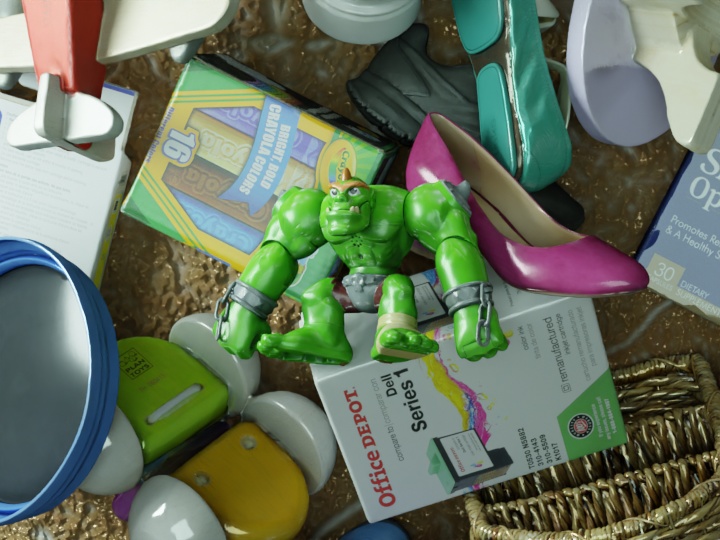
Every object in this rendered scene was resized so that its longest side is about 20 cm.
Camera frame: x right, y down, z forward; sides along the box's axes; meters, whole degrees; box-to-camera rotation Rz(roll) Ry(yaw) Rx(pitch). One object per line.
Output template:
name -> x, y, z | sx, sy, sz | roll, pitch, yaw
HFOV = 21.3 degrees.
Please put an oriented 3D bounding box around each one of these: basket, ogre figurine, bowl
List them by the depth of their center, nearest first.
ogre figurine -> 0.000, 0.000, 1.266 | 0.199, 0.098, 0.121 | -9, 69, 42
bowl -> -0.247, 0.078, 1.344 | 0.199, 0.039, 0.203 | -7, 78, 36
basket -> 0.173, 0.158, 1.373 | 0.198, 0.143, 0.151 | -13, 95, 8

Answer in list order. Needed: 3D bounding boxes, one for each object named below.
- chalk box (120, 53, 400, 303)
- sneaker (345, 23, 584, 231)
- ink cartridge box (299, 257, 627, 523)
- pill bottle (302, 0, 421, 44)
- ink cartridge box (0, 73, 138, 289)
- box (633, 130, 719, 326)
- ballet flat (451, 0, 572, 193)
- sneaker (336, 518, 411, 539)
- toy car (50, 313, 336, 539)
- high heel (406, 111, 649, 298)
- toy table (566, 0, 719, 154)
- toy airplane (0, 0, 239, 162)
chalk box -> -0.050, -0.057, 1.381 | 0.199, 0.125, 0.125 | 28, 99, 3
sneaker -> 0.088, -0.102, 1.390 | 0.199, 0.076, 0.091 | 37, 89, -3
ink cartridge box -> 0.072, 0.076, 1.349 | 0.198, 0.084, 0.146 | -18, 125, 3
pill bottle -> 0.008, -0.251, 1.309 | 0.113, 0.201, 0.115 | 2, 58, -4
ink cartridge box -> -0.278, -0.066, 1.447 | 0.196, 0.047, 0.202 | 17, 97, 5
box -> 0.290, -0.058, 1.392 | 0.120, 0.032, 0.201 | 26, 98, 3
ballet flat -> 0.110, -0.153, 1.347 | 0.070, 0.067, 0.202 | -6, 83, -32
sneaker -> -0.037, 0.269, 1.444 | 0.200, 0.078, 0.066 | -43, 89, 8
toy car -> -0.129, 0.144, 1.409 | 0.200, 0.175, 0.150 | 44, 142, 14
high heel -> 0.107, -0.042, 1.267 | 0.199, 0.067, 0.097 | 15, 108, 36
toy table -> 0.230, -0.178, 1.309 | 0.182, 0.117, 0.202 | 10, 94, -32
toy airplane -> -0.189, -0.175, 1.343 | 0.200, 0.141, 0.200 | 43, 116, 18
